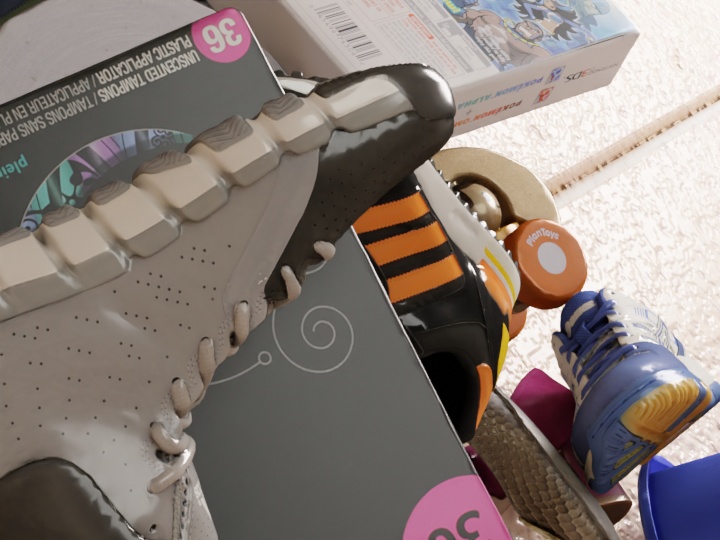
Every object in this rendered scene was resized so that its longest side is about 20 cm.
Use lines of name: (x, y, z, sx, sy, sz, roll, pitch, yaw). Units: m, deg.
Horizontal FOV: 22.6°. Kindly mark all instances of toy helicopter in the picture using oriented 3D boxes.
toy helicopter: (0.018, -0.036, 0.946, 0.199, 0.079, 0.133, 5, 66, -26)

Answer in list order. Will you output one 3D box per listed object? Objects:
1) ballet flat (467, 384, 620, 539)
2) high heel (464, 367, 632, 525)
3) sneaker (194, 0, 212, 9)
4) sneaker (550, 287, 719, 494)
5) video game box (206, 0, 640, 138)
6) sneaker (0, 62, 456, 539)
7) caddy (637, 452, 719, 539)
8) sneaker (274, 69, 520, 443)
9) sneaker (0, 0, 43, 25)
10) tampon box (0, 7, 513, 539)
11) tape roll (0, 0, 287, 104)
ballet flat: (0.043, 0.065, 0.837, 0.200, 0.046, 0.067, 47, 0, 7)
high heel: (0.044, 0.093, 0.899, 0.199, 0.067, 0.096, 5, 44, -44)
sneaker: (-0.041, -0.143, 0.934, 0.108, 0.070, 0.200, -10, 45, -46)
sneaker: (0.123, 0.053, 0.895, 0.088, 0.075, 0.200, 51, 8, 10)
video game box: (0.009, -0.150, 0.883, 0.182, 0.047, 0.200, -22, 62, -37)
sneaker: (-0.046, 0.027, 0.515, 0.199, 0.075, 0.116, -26, 90, -7)
caddy: (0.208, 0.184, 0.949, 0.141, 0.105, 0.201, 25, 43, -61)
sneaker: (0.000, 0.000, 0.731, 0.200, 0.070, 0.090, 40, 47, -42)
sneaker: (-0.166, -0.153, 0.810, 0.200, 0.090, 0.067, 24, 44, -12)
tampon box: (-0.071, 0.045, 0.604, 0.149, 0.126, 0.201, -27, 85, -20)
tape roll: (-0.096, -0.017, 0.760, 0.200, 0.066, 0.201, 16, 64, -36)
